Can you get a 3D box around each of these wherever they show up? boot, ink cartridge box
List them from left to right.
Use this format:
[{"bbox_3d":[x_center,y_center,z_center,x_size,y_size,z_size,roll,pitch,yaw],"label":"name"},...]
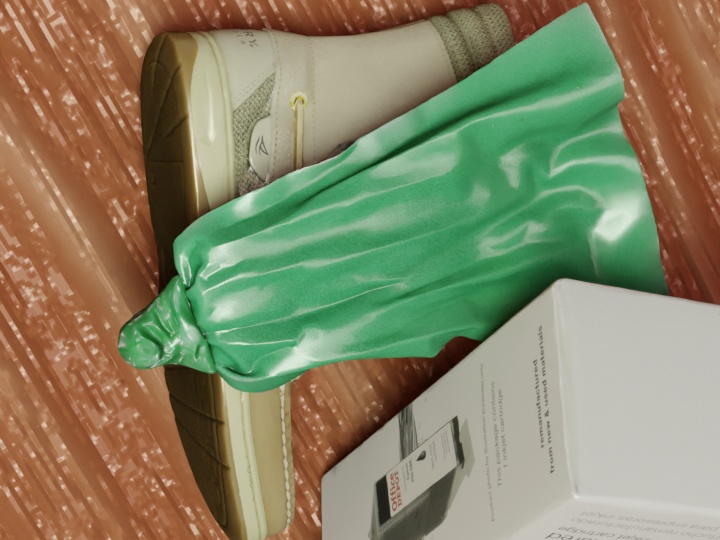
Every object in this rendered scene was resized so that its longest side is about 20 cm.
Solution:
[{"bbox_3d":[0.000,0.000,0.882,0.154,0.072,0.200,-9,101,-23],"label":"boot"},{"bbox_3d":[0.090,0.089,0.851,0.147,0.200,0.083,9,62,-22],"label":"ink cartridge box"}]

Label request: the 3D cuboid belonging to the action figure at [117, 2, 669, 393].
[{"bbox_3d":[0.006,-0.009,0.817,0.200,0.055,0.118,-21,102,-14],"label":"action figure"}]
